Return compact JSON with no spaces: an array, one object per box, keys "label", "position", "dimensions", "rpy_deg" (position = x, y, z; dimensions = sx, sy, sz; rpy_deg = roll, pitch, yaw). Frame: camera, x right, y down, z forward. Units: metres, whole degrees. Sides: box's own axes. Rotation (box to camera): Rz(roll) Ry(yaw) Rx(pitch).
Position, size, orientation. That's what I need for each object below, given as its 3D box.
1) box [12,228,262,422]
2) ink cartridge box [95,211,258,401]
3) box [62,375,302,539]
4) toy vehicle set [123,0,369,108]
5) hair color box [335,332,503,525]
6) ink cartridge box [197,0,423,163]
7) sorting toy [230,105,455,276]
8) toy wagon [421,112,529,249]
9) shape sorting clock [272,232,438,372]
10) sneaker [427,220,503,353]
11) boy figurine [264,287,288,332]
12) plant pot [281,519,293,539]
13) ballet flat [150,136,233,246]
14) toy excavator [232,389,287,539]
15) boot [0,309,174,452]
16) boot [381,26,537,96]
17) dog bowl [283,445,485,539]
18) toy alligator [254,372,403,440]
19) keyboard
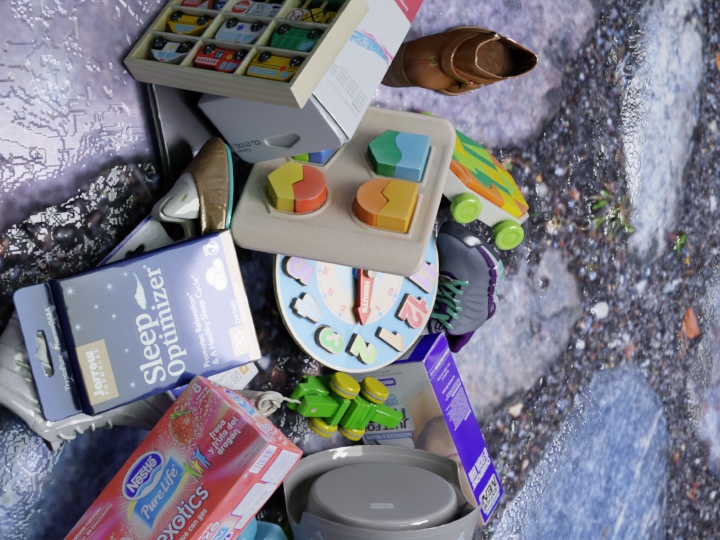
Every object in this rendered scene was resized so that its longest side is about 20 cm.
[{"label":"box","position":[-0.190,0.048,1.318],"dimensions":[0.199,0.032,0.122],"rpy_deg":[-18,99,-26]},{"label":"ink cartridge box","position":[-0.179,0.052,1.423],"dimensions":[0.095,0.037,0.201],"rpy_deg":[-48,123,-31]},{"label":"box","position":[-0.157,0.203,1.341],"dimensions":[0.200,0.095,0.103],"rpy_deg":[-51,159,1]},{"label":"toy vehicle set","position":[-0.104,-0.212,1.373],"dimensions":[0.125,0.199,0.027],"rpy_deg":[-59,142,-25]},{"label":"hair color box","position":[0.063,0.171,1.589],"dimensions":[0.065,0.108,0.201],"rpy_deg":[-50,124,-52]},{"label":"ink cartridge box","position":[-0.044,-0.210,1.443],"dimensions":[0.083,0.145,0.201],"rpy_deg":[49,52,-33]},{"label":"sorting toy","position":[-0.013,-0.090,1.447],"dimensions":[0.037,0.183,0.201],"rpy_deg":[92,11,-48]},{"label":"toy wagon","position":[0.098,-0.107,1.599],"dimensions":[0.199,0.156,0.040],"rpy_deg":[29,116,-38]},{"label":"shape sorting clock","position":[0.000,0.000,1.499],"dimensions":[0.199,0.039,0.202],"rpy_deg":[-3,95,-39]},{"label":"sneaker","position":[0.104,0.027,1.609],"dimensions":[0.088,0.074,0.200],"rpy_deg":[-55,155,-17]},{"label":"boy figurine","position":[-0.013,-0.025,1.552],"dimensions":[0.200,0.064,0.125],"rpy_deg":[-52,122,-29]},{"label":"plant pot","position":[0.029,0.341,1.515],"dimensions":[0.199,0.192,0.203],"rpy_deg":[-2,93,-42]},{"label":"ballet flat","position":[-0.156,-0.024,1.389],"dimensions":[0.072,0.068,0.202],"rpy_deg":[3,87,-30]},{"label":"toy excavator","position":[-0.116,0.242,1.444],"dimensions":[0.201,0.099,0.195],"rpy_deg":[-60,137,-37]},{"label":"boot","position":[-0.247,0.120,1.350],"dimensions":[0.200,0.073,0.096],"rpy_deg":[37,73,-27]},{"label":"boot","position":[0.132,-0.223,1.614],"dimensions":[0.199,0.154,0.074],"rpy_deg":[-18,103,-40]},{"label":"dog bowl","position":[0.021,0.234,1.475],"dimensions":[0.199,0.199,0.059],"rpy_deg":[-13,112,-41]},{"label":"toy alligator","position":[-0.038,0.123,1.488],"dimensions":[0.199,0.054,0.060],"rpy_deg":[13,115,-44]},{"label":"keyboard","position":[-0.139,-0.103,1.465],"dimensions":[0.126,0.021,0.202],"rpy_deg":[-19,105,-39]}]
